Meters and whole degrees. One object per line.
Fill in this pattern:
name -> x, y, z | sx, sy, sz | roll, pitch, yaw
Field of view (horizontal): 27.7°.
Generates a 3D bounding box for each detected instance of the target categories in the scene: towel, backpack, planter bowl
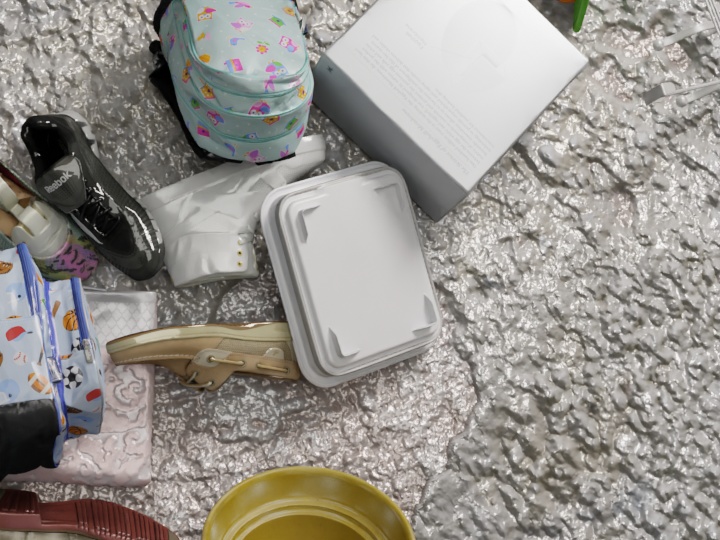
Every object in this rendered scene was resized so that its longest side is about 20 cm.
towel -> -0.293, 0.106, 1.391 | 0.198, 0.032, 0.193 | 5, 77, -11
backpack -> -0.304, 0.073, 1.289 | 0.153, 0.200, 0.192 | -15, 72, -22
backpack -> -0.120, -0.197, 1.416 | 0.165, 0.127, 0.201 | -7, 47, -10
planter bowl -> -0.050, 0.282, 1.359 | 0.198, 0.084, 0.201 | 4, 36, -3

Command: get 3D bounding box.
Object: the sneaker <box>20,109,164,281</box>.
sneaker -> -0.263, -0.072, 1.389 | 0.066, 0.090, 0.201 | -39, 75, 17

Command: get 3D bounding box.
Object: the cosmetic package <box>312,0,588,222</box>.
cosmetic package -> 0.084, -0.196, 1.494 | 0.199, 0.123, 0.200 | 44, 71, -1

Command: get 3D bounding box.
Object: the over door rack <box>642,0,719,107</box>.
over door rack -> 0.327, -0.252, 1.565 | 0.199, 0.066, 0.149 | -14, 81, -48

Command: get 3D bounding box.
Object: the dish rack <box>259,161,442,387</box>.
dish rack -> 0.000, 0.000, 1.437 | 0.171, 0.043, 0.202 | -18, 93, -30

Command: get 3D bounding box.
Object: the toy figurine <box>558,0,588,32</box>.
toy figurine -> 0.163, -0.358, 1.529 | 0.182, 0.200, 0.151 | 13, 63, 3

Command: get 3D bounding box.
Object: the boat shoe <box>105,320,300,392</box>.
boat shoe -> -0.144, 0.084, 1.394 | 0.198, 0.071, 0.065 | -2, 87, -28

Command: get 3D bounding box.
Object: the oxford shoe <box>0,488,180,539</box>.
oxford shoe -> -0.266, 0.255, 1.357 | 0.198, 0.070, 0.075 | 13, 102, -11

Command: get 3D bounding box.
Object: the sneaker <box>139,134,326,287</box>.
sneaker -> -0.110, -0.052, 1.450 | 0.199, 0.074, 0.116 | -23, 86, -8

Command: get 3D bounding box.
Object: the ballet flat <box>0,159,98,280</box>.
ballet flat -> -0.335, -0.063, 1.397 | 0.200, 0.071, 0.069 | 41, 72, -2
